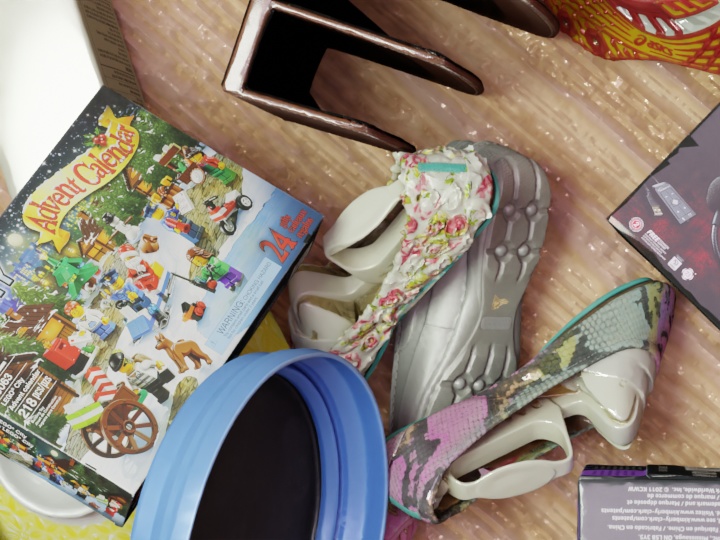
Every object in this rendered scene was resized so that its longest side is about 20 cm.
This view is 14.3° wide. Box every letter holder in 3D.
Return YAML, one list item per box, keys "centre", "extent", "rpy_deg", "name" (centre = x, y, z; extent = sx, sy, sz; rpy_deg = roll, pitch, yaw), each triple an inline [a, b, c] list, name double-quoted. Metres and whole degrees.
- centre: [0.024, -0.112, 1.508]
  extent: [0.142, 0.200, 0.101]
  rpy_deg: [19, 91, 7]
  name: "letter holder"

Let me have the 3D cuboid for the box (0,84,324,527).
- centre: [-0.125, 0.014, 1.440]
  extent: [0.137, 0.038, 0.200]
  rpy_deg: [31, 55, 3]
  name: "box"

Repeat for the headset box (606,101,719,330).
- centre: [0.255, -0.047, 1.539]
  extent: [0.149, 0.077, 0.200]
  rpy_deg: [45, 96, 6]
  name: "headset box"

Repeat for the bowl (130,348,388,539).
- centre: [-0.051, 0.135, 1.434]
  extent: [0.039, 0.201, 0.201]
  rpy_deg: [10, 90, 28]
  name: "bowl"

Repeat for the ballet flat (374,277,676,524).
- centre: [0.102, 0.079, 1.535]
  extent: [0.200, 0.069, 0.071]
  rpy_deg: [-30, 47, -16]
  name: "ballet flat"

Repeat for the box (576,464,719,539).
- centre: [0.167, 0.205, 1.521]
  extent: [0.106, 0.122, 0.200]
  rpy_deg: [1, 89, 7]
  name: "box"

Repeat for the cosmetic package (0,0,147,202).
- centre: [-0.172, -0.117, 1.583]
  extent: [0.073, 0.104, 0.200]
  rpy_deg: [-18, 85, 8]
  name: "cosmetic package"

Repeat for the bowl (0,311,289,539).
- centre: [-0.138, 0.081, 1.496]
  extent: [0.200, 0.108, 0.200]
  rpy_deg: [1, 96, 14]
  name: "bowl"

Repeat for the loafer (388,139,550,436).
- centre: [0.050, 0.026, 1.576]
  extent: [0.070, 0.070, 0.200]
  rpy_deg: [24, 101, 46]
  name: "loafer"

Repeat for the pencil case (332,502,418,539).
- centre: [-0.064, 0.105, 1.576]
  extent: [0.200, 0.083, 0.087]
  rpy_deg: [42, 66, 6]
  name: "pencil case"

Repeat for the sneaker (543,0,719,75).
- centre: [0.166, -0.152, 1.538]
  extent: [0.200, 0.073, 0.077]
  rpy_deg: [22, 51, 38]
  name: "sneaker"

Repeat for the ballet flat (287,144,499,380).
- centre: [0.000, 0.000, 1.536]
  extent: [0.200, 0.064, 0.076]
  rpy_deg: [-53, 37, 35]
  name: "ballet flat"
